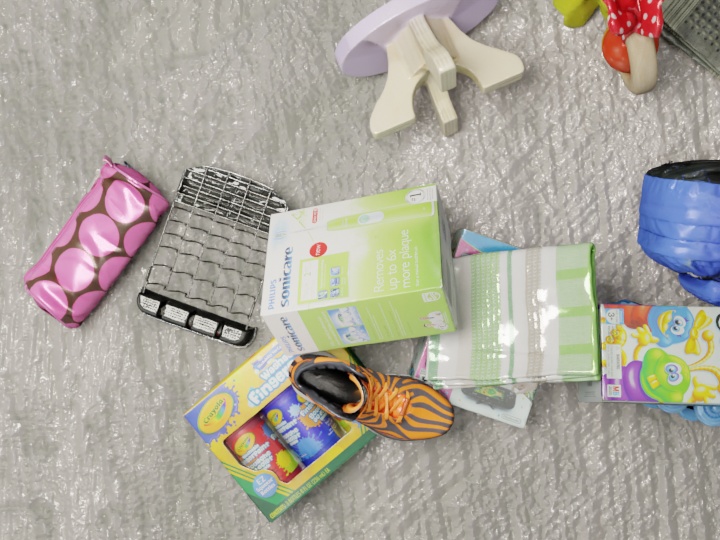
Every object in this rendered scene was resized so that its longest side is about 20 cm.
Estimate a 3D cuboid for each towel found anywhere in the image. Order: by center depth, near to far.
[{"bbox_3d":[0.159,0.050,0.912,0.198,0.031,0.151,-8,78,33],"label":"towel"},{"bbox_3d":[0.458,-0.335,1.010,0.192,0.035,0.201,40,90,-5],"label":"towel"}]

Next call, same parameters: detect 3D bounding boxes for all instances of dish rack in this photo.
[{"bbox_3d":[-0.175,-0.019,1.010,0.152,0.055,0.202,19,91,-2],"label":"dish rack"}]

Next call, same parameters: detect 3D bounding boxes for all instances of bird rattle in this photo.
[{"bbox_3d":[0.304,-0.278,0.936,0.112,0.201,0.164,-23,118,4],"label":"bird rattle"}]

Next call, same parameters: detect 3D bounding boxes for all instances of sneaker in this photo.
[{"bbox_3d":[0.014,0.146,0.917,0.198,0.112,0.078,16,87,-5],"label":"sneaker"}]

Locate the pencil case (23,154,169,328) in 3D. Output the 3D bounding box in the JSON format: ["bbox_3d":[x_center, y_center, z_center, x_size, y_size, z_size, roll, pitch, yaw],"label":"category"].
[{"bbox_3d":[-0.318,-0.033,0.993,0.093,0.091,0.201,34,92,-32],"label":"pencil case"}]

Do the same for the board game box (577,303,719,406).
[{"bbox_3d":[0.346,0.094,0.909,0.197,0.105,0.104,2,81,0],"label":"board game box"}]

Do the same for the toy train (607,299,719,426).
[{"bbox_3d":[0.369,0.111,1.000,0.198,0.087,0.116,17,87,-1],"label":"toy train"}]

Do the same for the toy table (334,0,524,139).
[{"bbox_3d":[0.082,-0.237,0.947,0.198,0.184,0.118,-26,76,13],"label":"toy table"}]

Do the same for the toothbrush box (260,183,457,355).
[{"bbox_3d":[0.000,0.000,0.927,0.198,0.086,0.147,-10,50,14],"label":"toothbrush box"}]

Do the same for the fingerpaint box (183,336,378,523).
[{"bbox_3d":[-0.081,0.168,1.006,0.199,0.073,0.167,-39,92,1],"label":"fingerpaint box"}]

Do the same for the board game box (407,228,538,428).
[{"bbox_3d":[0.155,0.067,1.008,0.146,0.064,0.202,18,91,0],"label":"board game box"}]

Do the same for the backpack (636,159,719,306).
[{"bbox_3d":[0.420,-0.043,0.954,0.197,0.163,0.170,7,96,-1],"label":"backpack"}]
